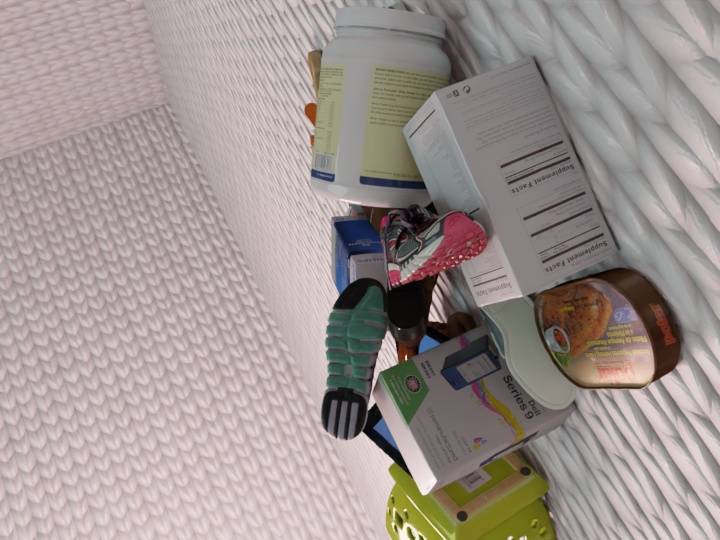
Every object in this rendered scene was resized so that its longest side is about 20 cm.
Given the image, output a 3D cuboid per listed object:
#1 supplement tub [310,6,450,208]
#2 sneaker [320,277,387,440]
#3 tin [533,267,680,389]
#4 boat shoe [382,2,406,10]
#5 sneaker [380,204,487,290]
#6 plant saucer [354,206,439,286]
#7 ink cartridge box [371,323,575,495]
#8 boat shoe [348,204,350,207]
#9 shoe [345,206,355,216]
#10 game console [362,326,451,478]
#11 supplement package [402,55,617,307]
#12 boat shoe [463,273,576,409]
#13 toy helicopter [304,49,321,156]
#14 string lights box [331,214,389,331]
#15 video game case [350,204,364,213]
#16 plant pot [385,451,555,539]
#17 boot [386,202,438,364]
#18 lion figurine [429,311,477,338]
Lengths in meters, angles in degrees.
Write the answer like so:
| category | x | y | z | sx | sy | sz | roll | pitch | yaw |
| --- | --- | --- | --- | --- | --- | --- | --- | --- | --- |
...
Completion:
| category | x | y | z | sx | sy | sz | roll | pitch | yaw |
| --- | --- | --- | --- | --- | --- | --- | --- | --- | --- |
| supplement tub | 0.023 | -0.178 | 0.836 | 0.145 | 0.144 | 0.202 | -148 | 62 | -65 |
| sneaker | -0.011 | 0.111 | 0.945 | 0.088 | 0.074 | 0.202 | 80 | -158 | -76 |
| tin | 0.236 | 0.060 | 0.739 | 0.200 | 0.042 | 0.113 | 148 | 103 | -75 |
| boat shoe | 0.019 | -0.265 | 0.976 | 0.075 | 0.061 | 0.200 | 64 | 165 | 8 |
| sneaker | 0.056 | -0.030 | 0.726 | 0.200 | 0.080 | 0.075 | 158 | 91 | -76 |
| plant saucer | 0.058 | -0.042 | 1.127 | 0.200 | 0.029 | 0.202 | 28 | 125 | 49 |
| ink cartridge box | 0.136 | 0.160 | 0.923 | 0.146 | 0.199 | 0.088 | 62 | 161 | 23 |
| boat shoe | 0.006 | -0.057 | 1.317 | 0.201 | 0.066 | 0.074 | 68 | 166 | -1 |
| shoe | 0.045 | -0.023 | 1.238 | 0.201 | 0.071 | 0.091 | 64 | 164 | -8 |
| game console | 0.069 | 0.177 | 1.091 | 0.119 | 0.172 | 0.200 | 49 | 169 | -28 |
| supplement package | 0.139 | -0.080 | 0.730 | 0.201 | 0.109 | 0.114 | 67 | 165 | 2 |
| boat shoe | 0.192 | 0.074 | 0.888 | 0.201 | 0.073 | 0.062 | 59 | -173 | 24 |
| toy helicopter | -0.058 | -0.268 | 1.267 | 0.132 | 0.078 | 0.202 | 164 | 94 | -84 |
| string lights box | 0.000 | 0.000 | 1.080 | 0.200 | 0.058 | 0.104 | -118 | 26 | -65 |
| video game case | -0.022 | -0.200 | 1.100 | 0.143 | 0.018 | 0.202 | 56 | -153 | -75 |
| plant pot | 0.158 | 0.349 | 1.117 | 0.200 | 0.198 | 0.183 | 41 | 147 | 47 |
| boot | 0.071 | 0.024 | 0.964 | 0.200 | 0.068 | 0.190 | 73 | -166 | -66 |
| lion figurine | 0.139 | 0.106 | 1.114 | 0.200 | 0.072 | 0.123 | 127 | 134 | -57 |
